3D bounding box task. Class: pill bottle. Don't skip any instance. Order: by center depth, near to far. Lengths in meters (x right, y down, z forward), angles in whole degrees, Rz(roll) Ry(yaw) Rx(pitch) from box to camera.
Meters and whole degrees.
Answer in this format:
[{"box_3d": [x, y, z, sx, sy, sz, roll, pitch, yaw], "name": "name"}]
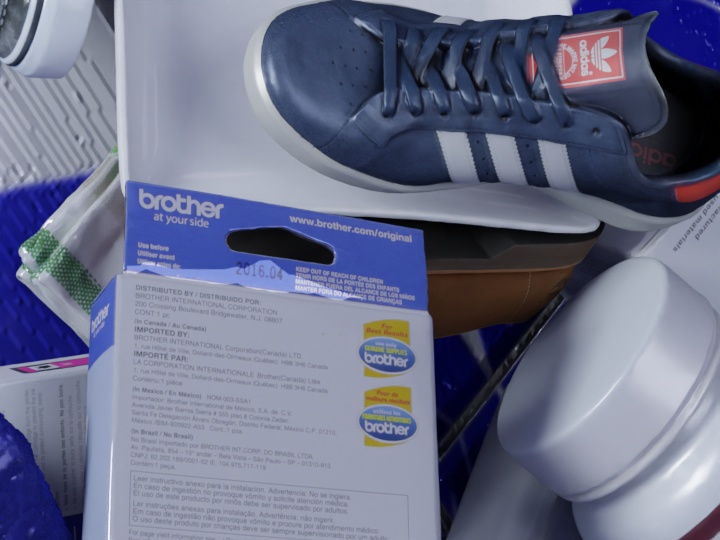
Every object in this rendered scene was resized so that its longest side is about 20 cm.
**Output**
[{"box_3d": [0.157, 0.093, 0.737, 0.200, 0.114, 0.115, 40, 59, -15], "name": "pill bottle"}]

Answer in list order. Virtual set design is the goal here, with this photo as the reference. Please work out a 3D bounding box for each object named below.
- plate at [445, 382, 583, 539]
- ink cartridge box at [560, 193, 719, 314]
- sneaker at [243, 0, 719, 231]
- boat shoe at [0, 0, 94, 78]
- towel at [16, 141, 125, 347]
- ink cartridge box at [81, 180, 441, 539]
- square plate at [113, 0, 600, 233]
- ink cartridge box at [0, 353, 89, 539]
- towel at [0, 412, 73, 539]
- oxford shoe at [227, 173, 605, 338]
[{"box_3d": [0.111, 0.172, 0.761, 0.199, 0.032, 0.201, 40, 50, -16], "name": "plate"}, {"box_3d": [0.163, 0.007, 0.850, 0.200, 0.147, 0.086, 43, 81, -31], "name": "ink cartridge box"}, {"box_3d": [0.059, -0.067, 0.656, 0.198, 0.084, 0.076, 7, 70, -25], "name": "sneaker"}, {"box_3d": [-0.137, -0.168, 0.663, 0.070, 0.072, 0.203, 1, 76, -31], "name": "boat shoe"}, {"box_3d": [-0.031, -0.024, 0.740, 0.201, 0.031, 0.150, -52, 122, -22], "name": "towel"}, {"box_3d": [-0.032, 0.076, 0.613, 0.118, 0.042, 0.202, 8, 70, -22], "name": "ink cartridge box"}, {"box_3d": [-0.007, -0.111, 0.703, 0.196, 0.028, 0.202, 2, 73, -27], "name": "square plate"}, {"box_3d": [-0.095, 0.079, 0.664, 0.198, 0.037, 0.096, -7, 100, -35], "name": "ink cartridge box"}, {"box_3d": [-0.171, 0.146, 0.575, 0.199, 0.049, 0.149, -36, 121, -28], "name": "towel"}, {"box_3d": [0.000, 0.000, 0.711, 0.198, 0.072, 0.072, 3, 41, -28], "name": "oxford shoe"}]
